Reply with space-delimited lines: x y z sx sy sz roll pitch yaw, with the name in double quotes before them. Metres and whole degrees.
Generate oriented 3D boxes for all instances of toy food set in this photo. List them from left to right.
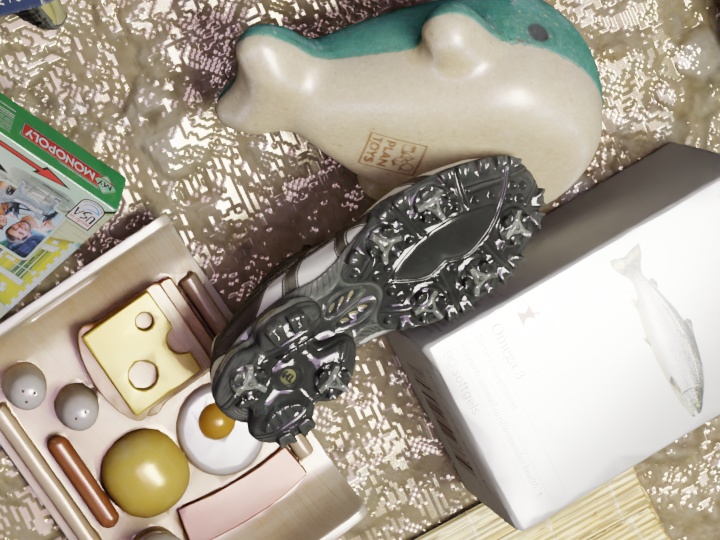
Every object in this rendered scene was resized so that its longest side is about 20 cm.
"toy food set" -0.108 0.089 1.321 0.143 0.060 0.200 -35 104 -6

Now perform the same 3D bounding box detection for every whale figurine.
"whale figurine" 0.028 -0.100 1.299 0.199 0.159 0.104 9 58 -10

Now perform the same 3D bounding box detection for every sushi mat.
"sushi mat" 0.080 0.176 1.399 0.199 0.012 0.096 -28 104 -7

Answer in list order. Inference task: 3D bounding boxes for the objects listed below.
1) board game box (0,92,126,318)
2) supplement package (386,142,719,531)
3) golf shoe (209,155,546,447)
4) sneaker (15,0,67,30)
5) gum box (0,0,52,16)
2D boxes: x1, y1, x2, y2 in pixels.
"board game box" -0.235 -0.056 1.237 0.200 0.029 0.134 34 127 -23
"supplement package" 0.130 0.032 1.337 0.199 0.117 0.117 -30 102 -7
"golf shoe" 0.000 0.000 1.277 0.200 0.094 0.078 -35 115 -4
"sneaker" -0.179 -0.221 1.261 0.088 0.077 0.201 -27 106 -19
"gum box" -0.259 -0.190 1.213 0.199 0.045 0.171 -13 101 20
